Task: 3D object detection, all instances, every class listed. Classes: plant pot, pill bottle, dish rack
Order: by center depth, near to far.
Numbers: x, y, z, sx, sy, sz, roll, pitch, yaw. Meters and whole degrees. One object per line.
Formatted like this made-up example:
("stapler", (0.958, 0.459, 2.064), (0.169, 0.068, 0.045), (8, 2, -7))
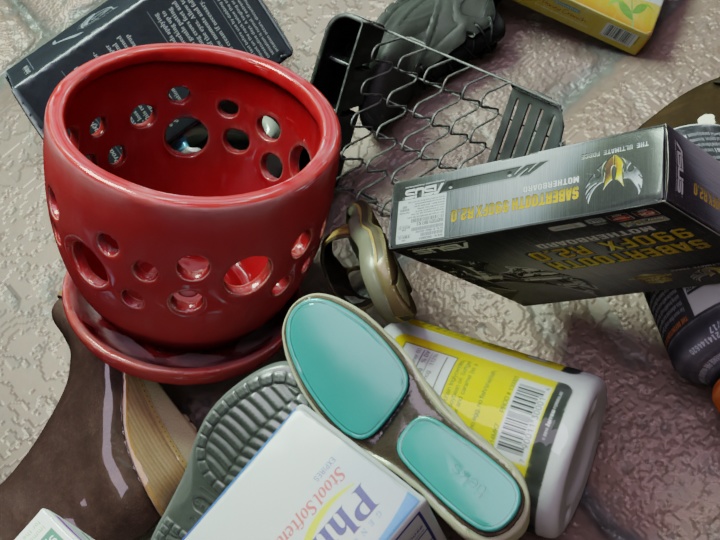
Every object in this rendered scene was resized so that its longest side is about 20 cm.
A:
("pill bottle", (0.058, 0.099, 0.893), (0.199, 0.114, 0.115), (17, 69, 20))
("pill bottle", (0.249, 0.007, 0.900), (0.106, 0.106, 0.201), (-18, 62, 4))
("plant pot", (-0.121, -0.037, 0.922), (0.199, 0.183, 0.201), (5, 41, -5))
("dish rack", (0.050, -0.093, 0.983), (0.199, 0.054, 0.154), (27, 114, 22))

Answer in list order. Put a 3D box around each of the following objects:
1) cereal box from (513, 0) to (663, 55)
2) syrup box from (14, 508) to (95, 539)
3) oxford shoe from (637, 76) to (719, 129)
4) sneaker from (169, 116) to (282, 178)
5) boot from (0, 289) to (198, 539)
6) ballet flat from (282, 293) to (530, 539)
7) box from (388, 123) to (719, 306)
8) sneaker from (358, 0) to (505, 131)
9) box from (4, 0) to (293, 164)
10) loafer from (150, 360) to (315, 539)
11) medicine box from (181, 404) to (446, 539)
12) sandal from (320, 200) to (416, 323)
("cereal box", (0.198, -0.293, 1.071), (0.143, 0.040, 0.201), (24, 69, -2))
("syrup box", (-0.166, 0.228, 0.831), (0.081, 0.200, 0.079), (36, 77, 25))
("oxford shoe", (0.290, -0.133, 0.973), (0.199, 0.084, 0.073), (-27, 63, 1))
("sneaker", (-0.147, -0.079, 1.044), (0.199, 0.087, 0.075), (-21, 63, 4))
("boot", (-0.222, 0.123, 0.967), (0.166, 0.072, 0.200), (-37, 66, -9))
("ballet flat", (0.028, 0.096, 0.809), (0.069, 0.070, 0.200), (-40, 71, -9))
("box", (0.142, -0.027, 0.825), (0.199, 0.158, 0.049), (-8, 69, 40))
("sneaker", (0.066, -0.194, 1.063), (0.090, 0.076, 0.201), (28, 77, 13))
("box", (-0.175, -0.167, 1.046), (0.200, 0.105, 0.148), (-36, 21, -5))
("loafer", (-0.079, 0.136, 0.887), (0.075, 0.070, 0.200), (40, 114, 9))
("medicine box", (-0.038, 0.209, 0.811), (0.103, 0.200, 0.182), (35, 76, 25))
("sandal", (0.000, 0.000, 0.915), (0.054, 0.200, 0.081), (-26, 100, 2))
